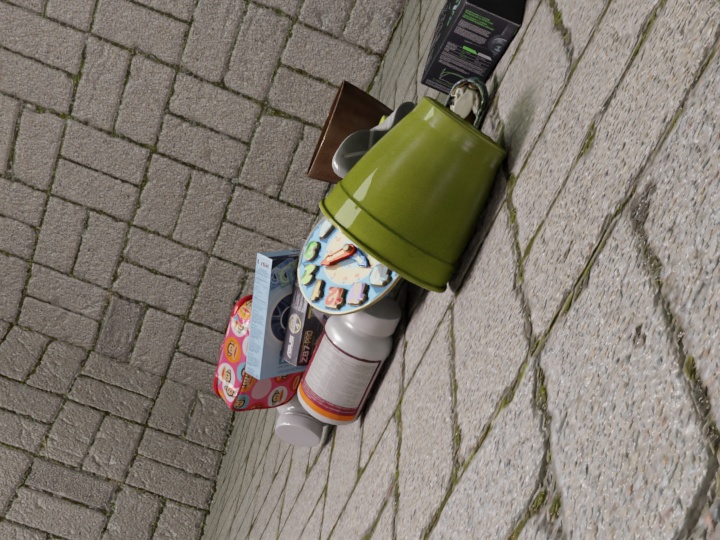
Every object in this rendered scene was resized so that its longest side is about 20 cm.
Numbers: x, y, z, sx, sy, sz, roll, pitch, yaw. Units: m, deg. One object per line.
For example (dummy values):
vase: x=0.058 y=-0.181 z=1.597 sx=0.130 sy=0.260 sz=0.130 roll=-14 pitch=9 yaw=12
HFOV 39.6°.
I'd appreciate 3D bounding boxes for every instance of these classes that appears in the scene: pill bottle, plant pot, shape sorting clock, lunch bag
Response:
pill bottle: x=-0.090 y=0.214 z=1.833 sx=0.113 sy=0.112 sz=0.201 roll=122 pitch=166 yaw=-55
plant pot: x=0.083 y=-0.108 z=1.277 sx=0.193 sy=0.200 sz=0.200 roll=-55 pitch=11 yaw=13
plant pot: x=0.026 y=-0.221 z=1.823 sx=0.187 sy=0.199 sz=0.188 roll=-159 pitch=90 yaw=-82
pill bottle: x=-0.015 y=0.130 z=1.540 sx=0.110 sy=0.109 sz=0.201 roll=-85 pitch=18 yaw=-64
shape sorting clock: x=-0.010 y=-0.027 z=1.469 sx=0.199 sy=0.039 sz=0.201 roll=-17 pitch=58 yaw=29
lunch bag: x=-0.151 y=0.139 z=1.712 sx=0.082 sy=0.175 sz=0.201 roll=34 pitch=114 yaw=40

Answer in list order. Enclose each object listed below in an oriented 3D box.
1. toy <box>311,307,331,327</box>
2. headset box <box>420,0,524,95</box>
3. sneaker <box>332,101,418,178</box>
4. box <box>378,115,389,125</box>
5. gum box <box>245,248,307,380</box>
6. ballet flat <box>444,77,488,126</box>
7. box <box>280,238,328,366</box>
toy: x=0.000 y=0.000 z=1.558 sx=0.200 sy=0.047 sz=0.115 roll=-41 pitch=-26 yaw=-5
headset box: x=0.185 y=-0.400 z=1.575 sx=0.200 sy=0.092 sz=0.175 roll=121 pitch=167 yaw=-53
sneaker: x=0.025 y=-0.177 z=1.478 sx=0.200 sy=0.071 sz=0.080 roll=-36 pitch=-3 yaw=-40
box: x=0.069 y=-0.185 z=1.710 sx=0.200 sy=0.121 sz=0.048 roll=119 pitch=155 yaw=-49
gum box: x=-0.101 y=0.066 z=1.632 sx=0.044 sy=0.169 sz=0.201 roll=22 pitch=112 yaw=43
ballet flat: x=0.130 y=-0.197 z=1.483 sx=0.074 sy=0.074 sz=0.201 roll=-156 pitch=86 yaw=-82
box: x=-0.038 y=0.052 z=1.619 sx=0.049 sy=0.161 sz=0.201 roll=22 pitch=106 yaw=44
